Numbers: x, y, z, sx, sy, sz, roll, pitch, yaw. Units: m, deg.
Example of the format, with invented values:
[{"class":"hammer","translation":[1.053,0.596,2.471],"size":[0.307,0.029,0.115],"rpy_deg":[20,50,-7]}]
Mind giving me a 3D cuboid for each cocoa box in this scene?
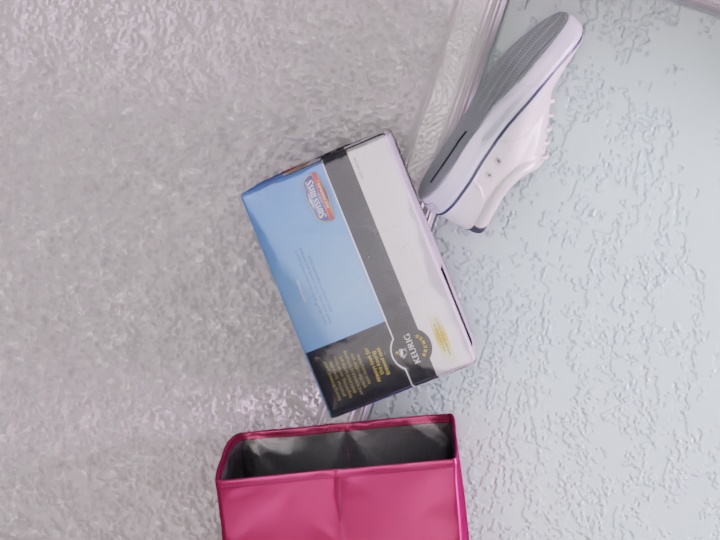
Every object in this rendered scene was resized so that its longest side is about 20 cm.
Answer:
[{"class":"cocoa box","translation":[0.000,0.000,1.610],"size":[0.130,0.133,0.201],"rpy_deg":[-22,94,5]}]

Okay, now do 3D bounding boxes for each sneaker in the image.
[{"class":"sneaker","translation":[0.130,-0.123,1.634],"size":[0.071,0.073,0.201],"rpy_deg":[33,99,-22]}]

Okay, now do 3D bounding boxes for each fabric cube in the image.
[{"class":"fabric cube","translation":[-0.008,0.240,1.604],"size":[0.198,0.196,0.201],"rpy_deg":[-5,97,2]}]
